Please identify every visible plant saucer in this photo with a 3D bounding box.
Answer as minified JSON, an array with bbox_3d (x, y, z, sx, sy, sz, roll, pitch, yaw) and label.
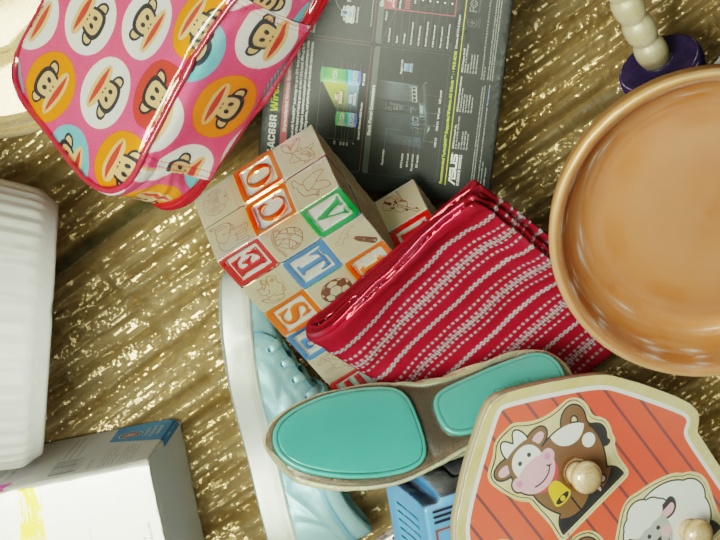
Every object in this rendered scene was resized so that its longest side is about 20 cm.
[{"bbox_3d":[0.209,-0.032,1.388,0.199,0.038,0.201,-2,115,-3],"label":"plant saucer"}]

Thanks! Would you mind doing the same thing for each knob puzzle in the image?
[{"bbox_3d":[0.139,0.152,1.406,0.218,0.030,0.221,-3,98,-23],"label":"knob puzzle"}]

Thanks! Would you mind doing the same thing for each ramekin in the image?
[{"bbox_3d":[-0.238,0.033,1.436,0.094,0.202,0.204,3,99,-8],"label":"ramekin"}]

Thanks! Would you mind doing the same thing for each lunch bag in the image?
[{"bbox_3d":[-0.122,-0.155,1.374,0.176,0.082,0.200,47,110,34],"label":"lunch bag"}]

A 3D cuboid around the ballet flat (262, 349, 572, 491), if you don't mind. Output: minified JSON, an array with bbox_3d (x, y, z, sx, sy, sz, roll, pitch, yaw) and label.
[{"bbox_3d":[0.037,0.100,1.420,0.199,0.062,0.068,-11,68,-11],"label":"ballet flat"}]

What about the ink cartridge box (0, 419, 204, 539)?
[{"bbox_3d":[-0.208,0.185,1.485,0.199,0.129,0.126,-12,98,6],"label":"ink cartridge box"}]

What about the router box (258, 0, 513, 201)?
[{"bbox_3d":[0.018,-0.147,1.430,0.149,0.062,0.201,7,115,2],"label":"router box"}]

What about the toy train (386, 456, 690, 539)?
[{"bbox_3d":[0.113,0.159,1.455,0.199,0.087,0.115,-15,110,-17],"label":"toy train"}]

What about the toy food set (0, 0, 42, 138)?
[{"bbox_3d":[-0.239,-0.179,1.473,0.199,0.049,0.199,9,99,2],"label":"toy food set"}]

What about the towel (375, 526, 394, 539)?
[{"bbox_3d":[0.041,0.272,1.530,0.200,0.032,0.191,-39,94,9],"label":"towel"}]

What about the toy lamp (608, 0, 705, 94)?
[{"bbox_3d":[0.163,-0.165,1.410,0.058,0.058,0.200,-28,126,7],"label":"toy lamp"}]

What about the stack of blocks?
[{"bbox_3d":[0.000,0.000,1.421,0.115,0.059,0.200,-32,136,8],"label":"stack of blocks"}]

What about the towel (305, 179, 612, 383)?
[{"bbox_3d":[0.075,0.034,1.428,0.144,0.023,0.200,-40,135,17],"label":"towel"}]

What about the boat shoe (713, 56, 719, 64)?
[{"bbox_3d":[0.219,-0.066,1.427,0.200,0.070,0.064,-56,52,23],"label":"boat shoe"}]

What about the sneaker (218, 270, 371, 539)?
[{"bbox_3d":[-0.040,0.089,1.494,0.081,0.074,0.201,-14,106,-2],"label":"sneaker"}]
